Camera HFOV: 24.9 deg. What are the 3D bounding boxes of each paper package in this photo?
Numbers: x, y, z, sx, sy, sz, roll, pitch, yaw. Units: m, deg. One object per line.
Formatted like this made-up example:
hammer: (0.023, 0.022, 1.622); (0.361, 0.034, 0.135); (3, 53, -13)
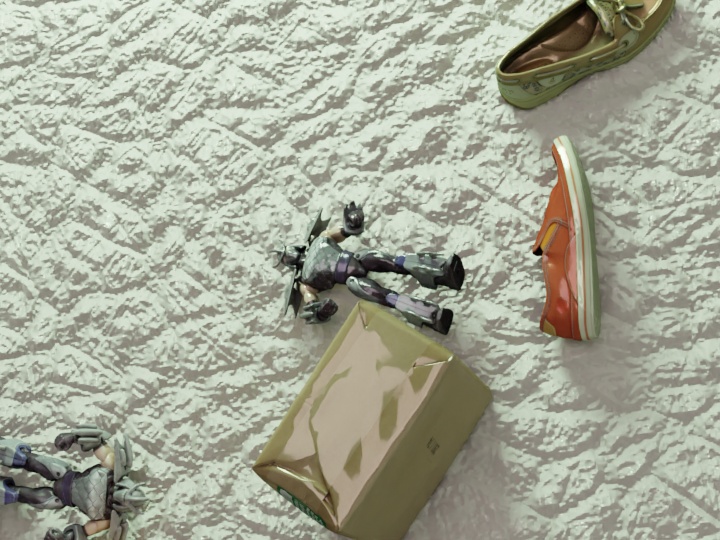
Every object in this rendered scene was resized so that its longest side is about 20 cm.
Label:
paper package: (0.017, 0.146, 1.476); (0.103, 0.200, 0.191); (31, 85, 20)

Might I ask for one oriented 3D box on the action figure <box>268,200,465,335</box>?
action figure: (0.000, 0.000, 1.592); (0.199, 0.069, 0.131); (13, 83, 20)

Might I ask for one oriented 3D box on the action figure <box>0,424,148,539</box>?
action figure: (-0.297, 0.212, 1.596); (0.199, 0.069, 0.131); (6, 83, 20)

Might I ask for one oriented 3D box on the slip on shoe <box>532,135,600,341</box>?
slip on shoe: (0.192, -0.031, 1.552); (0.061, 0.074, 0.201); (-5, 79, 16)

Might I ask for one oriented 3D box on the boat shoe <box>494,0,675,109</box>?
boat shoe: (0.222, -0.231, 1.601); (0.200, 0.063, 0.073); (-36, 69, 2)
